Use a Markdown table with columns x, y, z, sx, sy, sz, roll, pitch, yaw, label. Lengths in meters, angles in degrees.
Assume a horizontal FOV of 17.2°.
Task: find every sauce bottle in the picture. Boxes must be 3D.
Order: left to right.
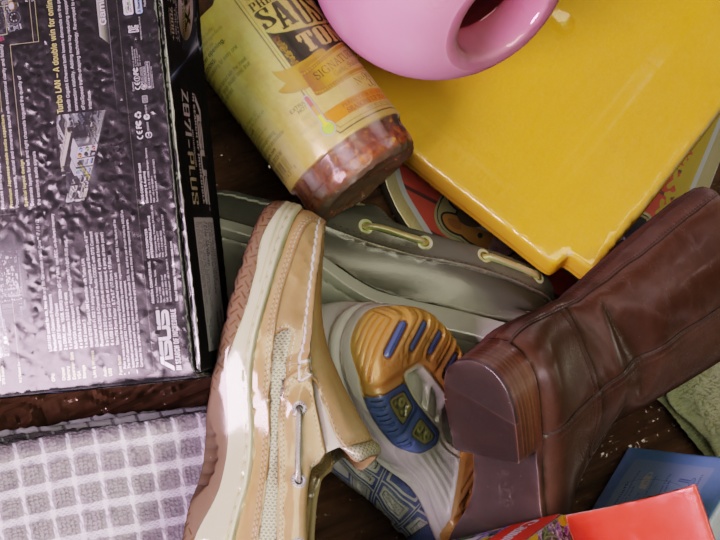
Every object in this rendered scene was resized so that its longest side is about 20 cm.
| x | y | z | sx | sy | sz | roll | pitch | yaw | label |
| --- | --- | --- | --- | --- | --- | --- | --- | --- | --- |
| -0.055 | -0.118 | 1.117 | 0.066 | 0.066 | 0.200 | -35 | 83 | -16 | sauce bottle |

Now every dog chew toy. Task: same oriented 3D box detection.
| x | y | z | sx | sy | sz | roll | pitch | yaw | label |
| --- | --- | --- | --- | --- | --- | --- | --- | --- | --- |
| 0.009 | -0.181 | 1.115 | 0.124 | 0.125 | 0.200 | -30 | 59 | -17 | dog chew toy |

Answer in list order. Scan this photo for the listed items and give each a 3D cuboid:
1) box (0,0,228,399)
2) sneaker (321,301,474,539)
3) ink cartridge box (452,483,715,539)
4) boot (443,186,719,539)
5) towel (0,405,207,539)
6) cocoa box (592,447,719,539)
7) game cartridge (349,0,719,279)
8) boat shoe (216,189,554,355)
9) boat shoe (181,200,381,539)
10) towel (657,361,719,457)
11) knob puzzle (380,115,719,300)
| x | y | z | sx | sy | sz | roll | pitch | yaw | label |
| --- | --- | --- | --- | --- | --- | --- | --- | --- | --- |
| -0.151 | -0.044 | 1.060 | 0.163 | 0.086 | 0.201 | -7 | 90 | 7 | box |
| 0.024 | 0.086 | 1.152 | 0.075 | 0.088 | 0.200 | -52 | 131 | -32 | sneaker |
| 0.069 | 0.170 | 1.049 | 0.050 | 0.200 | 0.109 | -23 | 94 | -59 | ink cartridge box |
| 0.123 | 0.075 | 1.144 | 0.200 | 0.064 | 0.187 | -34 | 132 | -41 | boot |
| -0.127 | 0.152 | 1.093 | 0.199 | 0.086 | 0.166 | -9 | 90 | -19 | towel |
| 0.155 | 0.203 | 1.160 | 0.131 | 0.133 | 0.200 | 36 | 78 | -15 | cocoa box |
| 0.097 | -0.116 | 1.177 | 0.176 | 0.032 | 0.200 | 39 | 76 | 5 | game cartridge |
| -0.001 | 0.002 | 1.151 | 0.201 | 0.072 | 0.060 | 20 | 56 | -7 | boat shoe |
| -0.027 | 0.071 | 1.051 | 0.076 | 0.072 | 0.201 | 8 | 85 | 8 | boat shoe |
| 0.255 | 0.041 | 1.200 | 0.148 | 0.037 | 0.200 | 44 | 110 | -9 | towel |
| 0.092 | -0.073 | 1.203 | 0.219 | 0.030 | 0.220 | 1 | 88 | -18 | knob puzzle |
